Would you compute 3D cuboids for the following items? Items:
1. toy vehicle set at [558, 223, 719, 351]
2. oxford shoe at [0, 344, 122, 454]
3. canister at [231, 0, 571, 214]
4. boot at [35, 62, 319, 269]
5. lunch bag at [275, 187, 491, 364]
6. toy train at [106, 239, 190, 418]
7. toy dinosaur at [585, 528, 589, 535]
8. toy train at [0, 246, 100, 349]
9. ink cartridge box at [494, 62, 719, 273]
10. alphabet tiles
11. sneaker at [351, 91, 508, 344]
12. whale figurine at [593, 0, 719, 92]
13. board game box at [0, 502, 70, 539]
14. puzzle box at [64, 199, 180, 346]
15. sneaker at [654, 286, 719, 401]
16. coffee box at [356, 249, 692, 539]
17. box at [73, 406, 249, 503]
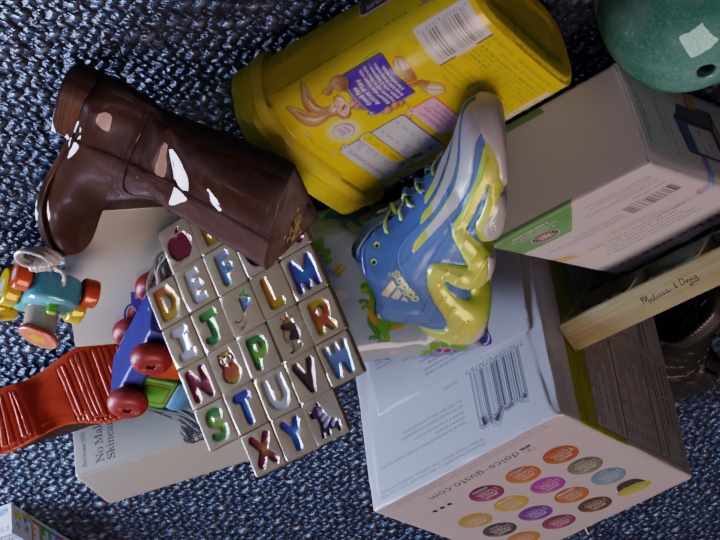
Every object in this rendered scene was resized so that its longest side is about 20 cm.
[{"bbox_3d":[0.261,-0.009,1.568,0.199,0.124,0.027,-28,100,31],"label":"toy vehicle set"},{"bbox_3d":[-0.247,0.107,1.734,0.199,0.072,0.073,-17,175,7],"label":"oxford shoe"},{"bbox_3d":[0.031,-0.135,1.393,0.199,0.087,0.148,-28,143,25],"label":"canister"},{"bbox_3d":[-0.132,-0.040,1.418,0.199,0.064,0.187,25,139,10],"label":"boot"},{"bbox_3d":[0.000,0.000,1.543,0.169,0.128,0.200,-3,-175,-10],"label":"lunch bag"},{"bbox_3d":[-0.126,0.048,1.578,0.115,0.085,0.200,12,142,-18],"label":"toy train"},{"bbox_3d":[0.217,0.175,1.902,0.058,0.102,0.200,0,146,-14],"label":"toy dinosaur"},{"bbox_3d":[-0.304,0.020,1.528,0.199,0.056,0.150,2,164,24],"label":"toy train"},{"bbox_3d":[0.193,-0.071,1.489,0.145,0.088,0.200,-29,157,29],"label":"ink cartridge box"},{"bbox_3d":[-0.080,0.043,1.448,0.166,0.201,0.006,-29,170,36],"label":"alphabet tiles"},{"bbox_3d":[0.047,-0.034,1.384,0.104,0.076,0.201,4,121,0],"label":"sneaker"},{"bbox_3d":[0.262,-0.172,1.373,0.199,0.104,0.159,10,143,-23],"label":"whale figurine"},{"bbox_3d":[-0.402,0.305,2.012,0.199,0.034,0.134,-21,146,18],"label":"board game box"},{"bbox_3d":[-0.175,-0.004,1.600,0.132,0.026,0.200,-5,147,-8],"label":"puzzle box"},{"bbox_3d":[0.297,0.071,1.804,0.104,0.060,0.200,13,147,-28],"label":"sneaker"},{"bbox_3d":[0.133,0.103,1.678,0.199,0.201,0.197,-30,143,30],"label":"coffee box"},{"bbox_3d":[-0.157,0.137,1.772,0.199,0.083,0.068,-19,147,13],"label":"box"}]
